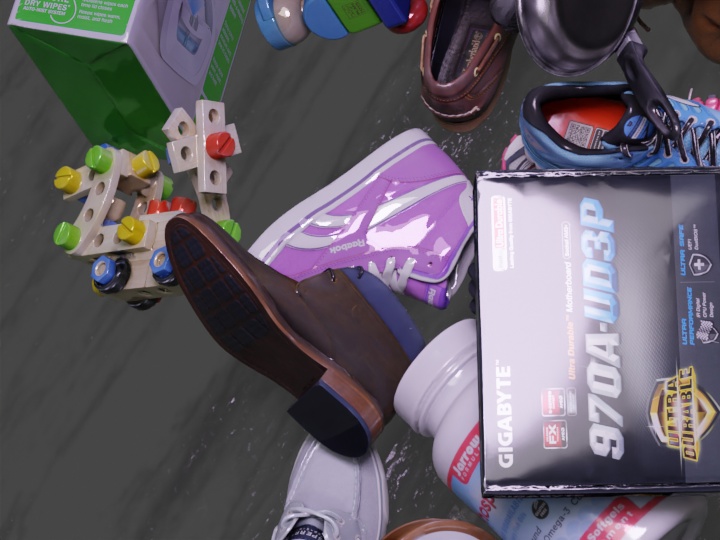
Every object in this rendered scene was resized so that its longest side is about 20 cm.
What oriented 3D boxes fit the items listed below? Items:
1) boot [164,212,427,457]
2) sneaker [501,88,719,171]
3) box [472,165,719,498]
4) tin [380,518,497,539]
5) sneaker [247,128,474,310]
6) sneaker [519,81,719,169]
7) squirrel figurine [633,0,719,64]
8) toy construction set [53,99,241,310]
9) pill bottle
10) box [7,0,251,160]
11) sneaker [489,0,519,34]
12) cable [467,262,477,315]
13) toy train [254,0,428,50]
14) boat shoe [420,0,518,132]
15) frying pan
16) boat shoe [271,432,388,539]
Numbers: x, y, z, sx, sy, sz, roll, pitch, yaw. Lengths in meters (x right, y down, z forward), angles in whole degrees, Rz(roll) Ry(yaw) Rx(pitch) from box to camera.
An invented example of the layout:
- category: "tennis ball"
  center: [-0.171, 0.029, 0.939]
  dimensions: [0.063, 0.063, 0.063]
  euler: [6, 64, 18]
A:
- category: "boot"
  center: [-0.041, 0.023, 1.404]
  dimensions: [0.200, 0.075, 0.097]
  euler: [50, 52, -7]
- category: "sneaker"
  center: [0.195, -0.074, 1.437]
  dimensions: [0.199, 0.081, 0.075]
  euler: [-4, 70, 10]
- category: "box"
  center: [0.150, 0.038, 1.283]
  dimensions: [0.158, 0.046, 0.201]
  euler: [0, 78, 1]
- category: "tin"
  center: [0.024, 0.246, 1.333]
  dimensions: [0.112, 0.042, 0.200]
  euler: [47, 71, -10]
- category: "sneaker"
  center: [0.000, 0.000, 1.456]
  dimensions: [0.200, 0.073, 0.114]
  euler: [-39, 70, -4]
- category: "sneaker"
  center: [0.191, -0.078, 1.346]
  dimensions: [0.199, 0.090, 0.079]
  euler: [10, 80, 19]
- category: "squirrel figurine"
  center: [0.233, -0.219, 1.423]
  dimensions: [0.186, 0.200, 0.142]
  euler: [21, 82, 22]
- category: "toy construction set"
  center: [-0.140, -0.044, 1.461]
  dimensions: [0.200, 0.092, 0.132]
  euler: [-17, 57, 54]
- category: "pill bottle"
  center: [0.118, 0.125, 1.357]
  dimensions: [0.109, 0.109, 0.200]
  euler: [-45, 66, -8]
- category: "box"
  center: [-0.157, -0.200, 1.499]
  dimensions: [0.096, 0.200, 0.177]
  euler: [10, 70, 15]
- category: "sneaker"
  center: [0.115, -0.241, 1.474]
  dimensions: [0.079, 0.074, 0.201]
  euler: [26, 46, -7]
- category: "cable"
  center: [0.165, 0.041, 1.366]
  dimensions: [0.200, 0.163, 0.051]
  euler: [43, 124, 23]
- category: "toy train"
  center: [-0.012, -0.248, 1.563]
  dimensions: [0.115, 0.085, 0.201]
  euler: [-18, 41, 24]
- category: "boat shoe"
  center: [0.090, -0.202, 1.517]
  dimensions: [0.070, 0.070, 0.201]
  euler: [6, 68, 19]
- category: "frying pan"
  center: [0.163, -0.166, 1.315]
  dimensions: [0.190, 0.031, 0.115]
  euler: [36, 115, 47]
- category: "boat shoe"
  center: [-0.026, 0.190, 1.383]
  dimensions: [0.070, 0.072, 0.202]
  euler: [3, 69, 13]
